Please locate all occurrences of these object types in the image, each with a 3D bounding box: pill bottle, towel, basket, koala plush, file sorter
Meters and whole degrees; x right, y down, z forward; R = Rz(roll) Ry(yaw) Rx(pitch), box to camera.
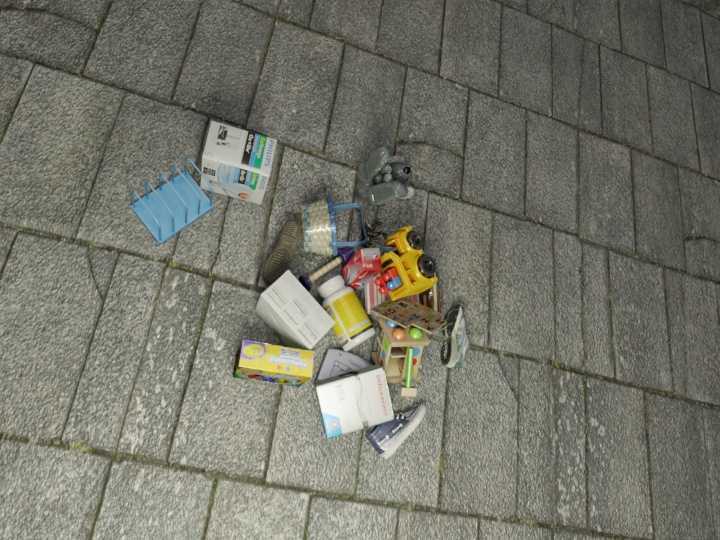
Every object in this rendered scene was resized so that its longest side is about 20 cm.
[{"bbox_3d":[-0.046,0.124,1.662,0.110,0.112,0.204,-25,81,-25],"label":"pill bottle"},{"bbox_3d":[0.098,0.075,1.769,0.194,0.030,0.151,7,71,-24],"label":"towel"},{"bbox_3d":[-0.083,-0.138,1.716,0.193,0.142,0.179,-7,44,-1],"label":"basket"},{"bbox_3d":[0.099,-0.311,1.865,0.198,0.182,0.182,-22,88,-46],"label":"koala plush"},{"bbox_3d":[-0.536,-0.206,1.601,0.199,0.123,0.139,-40,86,-26],"label":"file sorter"}]

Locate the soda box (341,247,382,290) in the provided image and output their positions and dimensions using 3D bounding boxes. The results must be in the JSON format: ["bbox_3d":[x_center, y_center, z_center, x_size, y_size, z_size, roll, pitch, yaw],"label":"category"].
[{"bbox_3d":[0.000,0.000,1.674,0.061,0.200,0.072,0,71,-20],"label":"soda box"}]

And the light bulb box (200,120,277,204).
[{"bbox_3d":[-0.363,-0.314,1.659,0.194,0.198,0.129,13,68,-13],"label":"light bulb box"}]

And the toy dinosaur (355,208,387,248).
[{"bbox_3d":[0.036,-0.129,1.822,0.085,0.048,0.206,-7,70,-14],"label":"toy dinosaur"}]

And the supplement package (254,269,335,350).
[{"bbox_3d":[-0.188,0.129,1.585,0.201,0.156,0.111,47,64,2],"label":"supplement package"}]

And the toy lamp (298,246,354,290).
[{"bbox_3d":[-0.099,-0.012,1.723,0.198,0.058,0.059,-35,84,-27],"label":"toy lamp"}]

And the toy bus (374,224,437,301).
[{"bbox_3d":[0.110,-0.012,1.694,0.189,0.135,0.205,-20,82,-38],"label":"toy bus"}]

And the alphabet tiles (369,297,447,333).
[{"bbox_3d":[0.149,0.129,1.646,0.196,0.008,0.165,23,26,30],"label":"alphabet tiles"}]

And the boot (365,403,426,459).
[{"bbox_3d":[0.105,0.440,1.624,0.091,0.073,0.200,48,64,-4],"label":"boot"}]

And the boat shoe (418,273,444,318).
[{"bbox_3d":[0.233,0.083,1.810,0.074,0.074,0.209,21,62,-37],"label":"boat shoe"}]

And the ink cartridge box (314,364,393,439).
[{"bbox_3d":[-0.019,0.362,1.562,0.194,0.084,0.150,-13,91,-10],"label":"ink cartridge box"}]

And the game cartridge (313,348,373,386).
[{"bbox_3d":[-0.029,0.318,1.642,0.196,0.041,0.136,28,68,-9],"label":"game cartridge"}]

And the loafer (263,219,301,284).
[{"bbox_3d":[-0.232,-0.051,1.688,0.074,0.067,0.204,26,80,-4],"label":"loafer"}]

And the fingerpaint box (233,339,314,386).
[{"bbox_3d":[-0.238,0.257,1.516,0.194,0.167,0.076,12,67,-16],"label":"fingerpaint box"}]

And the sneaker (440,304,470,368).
[{"bbox_3d":[0.309,0.214,1.790,0.084,0.077,0.206,19,72,-24],"label":"sneaker"}]

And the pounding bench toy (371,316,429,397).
[{"bbox_3d":[0.127,0.241,1.607,0.120,0.160,0.201,0,30,-18],"label":"pounding bench toy"}]
